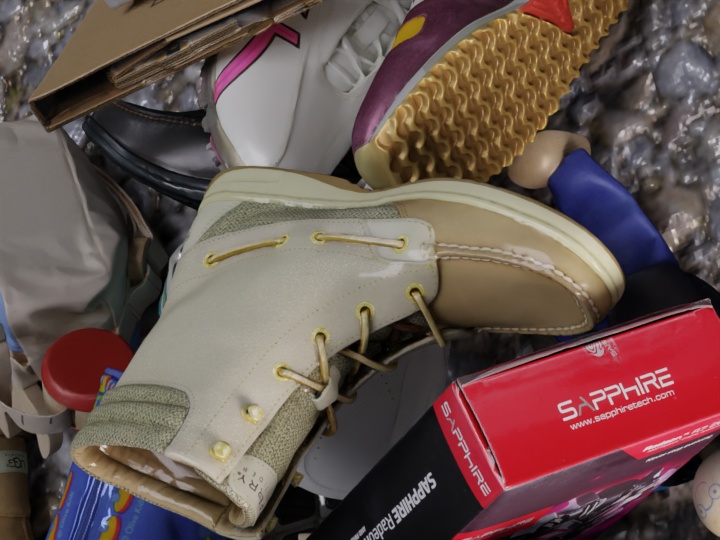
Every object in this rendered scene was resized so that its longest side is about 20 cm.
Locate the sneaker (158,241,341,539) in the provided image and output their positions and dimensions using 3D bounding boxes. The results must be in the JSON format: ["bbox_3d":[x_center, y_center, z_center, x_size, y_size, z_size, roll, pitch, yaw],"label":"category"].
[{"bbox_3d":[-0.051,0.080,1.277,0.080,0.077,0.200,134,126,-60],"label":"sneaker"}]

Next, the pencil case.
[{"bbox_3d":[-0.109,0.140,1.175,0.078,0.087,0.200,16,78,26],"label":"pencil case"}]

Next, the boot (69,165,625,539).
[{"bbox_3d":[-0.007,0.037,1.069,0.200,0.072,0.155,7,53,32],"label":"boot"}]

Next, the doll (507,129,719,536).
[{"bbox_3d":[0.118,0.036,1.133,0.200,0.048,0.136,55,128,35],"label":"doll"}]

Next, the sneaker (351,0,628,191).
[{"bbox_3d":[0.049,-0.111,1.160,0.090,0.075,0.200,21,58,41],"label":"sneaker"}]

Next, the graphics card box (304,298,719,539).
[{"bbox_3d":[0.058,0.088,1.079,0.051,0.125,0.200,64,148,15],"label":"graphics card box"}]

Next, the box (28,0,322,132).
[{"bbox_3d":[-0.058,-0.152,1.245,0.163,0.021,0.200,-22,27,31],"label":"box"}]

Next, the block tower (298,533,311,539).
[{"bbox_3d":[0.005,0.218,1.190,0.058,0.054,0.200,-2,80,6],"label":"block tower"}]

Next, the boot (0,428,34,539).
[{"bbox_3d":[-0.227,0.186,1.410,0.175,0.066,0.200,-24,69,38],"label":"boot"}]

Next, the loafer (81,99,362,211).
[{"bbox_3d":[-0.048,-0.054,1.289,0.200,0.073,0.072,23,90,32],"label":"loafer"}]

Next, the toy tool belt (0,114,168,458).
[{"bbox_3d":[-0.155,0.026,1.349,0.123,0.125,0.200,93,156,-50],"label":"toy tool belt"}]

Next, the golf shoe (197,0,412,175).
[{"bbox_3d":[-0.014,-0.109,1.210,0.092,0.073,0.200,-28,33,36],"label":"golf shoe"}]

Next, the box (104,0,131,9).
[{"bbox_3d":[-0.037,-0.237,1.210,0.184,0.105,0.200,-17,29,39],"label":"box"}]

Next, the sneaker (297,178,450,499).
[{"bbox_3d":[0.000,0.000,1.177,0.075,0.088,0.200,115,164,-77],"label":"sneaker"}]
